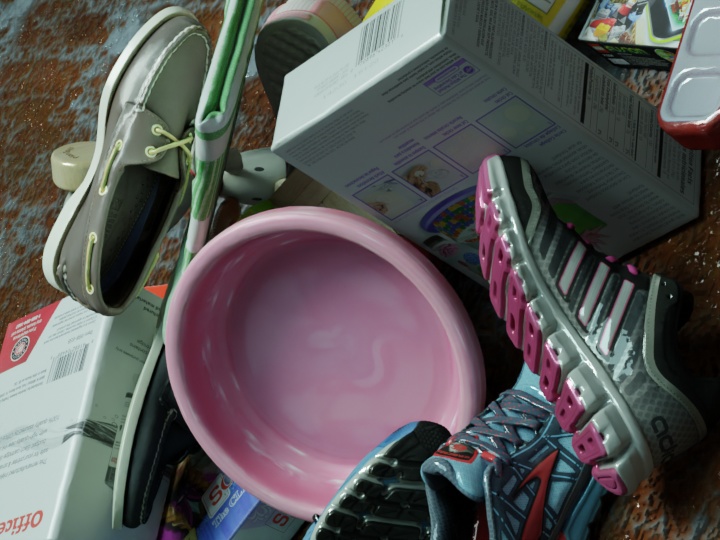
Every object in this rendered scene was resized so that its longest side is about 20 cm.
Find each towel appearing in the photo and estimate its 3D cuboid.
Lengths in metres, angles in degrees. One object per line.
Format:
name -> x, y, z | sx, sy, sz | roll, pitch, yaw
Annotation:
towel -> -0.094, -0.071, 1.351 | 0.200, 0.023, 0.153 | 108, 174, -48

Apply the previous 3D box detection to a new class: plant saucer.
plant saucer -> -0.017, 0.053, 1.296 | 0.200, 0.201, 0.051 | -40, 2, 30

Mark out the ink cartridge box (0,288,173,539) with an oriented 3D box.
ink cartridge box -> -0.196, 0.123, 1.490 | 0.144, 0.084, 0.201 | -22, 47, 46

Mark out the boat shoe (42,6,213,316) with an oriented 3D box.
boat shoe -> -0.138, -0.068, 1.396 | 0.059, 0.072, 0.201 | 31, 99, 43

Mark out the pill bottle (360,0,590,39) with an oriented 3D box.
pill bottle -> 0.088, -0.186, 1.349 | 0.200, 0.114, 0.114 | -57, 31, 8

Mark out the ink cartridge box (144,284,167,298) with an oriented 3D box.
ink cartridge box -> -0.220, 0.098, 1.662 | 0.160, 0.047, 0.201 | -6, 61, 53

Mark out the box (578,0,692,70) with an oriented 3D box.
box -> 0.217, -0.167, 1.252 | 0.200, 0.035, 0.110 | 14, 77, 58

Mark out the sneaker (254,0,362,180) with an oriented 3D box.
sneaker -> -0.016, -0.092, 1.437 | 0.075, 0.201, 0.105 | -7, 26, 13

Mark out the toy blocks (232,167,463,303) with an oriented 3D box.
toy blocks -> 0.000, 0.000, 1.343 | 0.200, 0.137, 0.100 | -47, -10, 29

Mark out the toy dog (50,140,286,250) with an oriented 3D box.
toy dog -> -0.124, -0.046, 1.510 | 0.200, 0.132, 0.096 | -32, 37, -19

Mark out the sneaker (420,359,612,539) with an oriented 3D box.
sneaker -> 0.082, 0.108, 1.165 | 0.079, 0.095, 0.201 | -9, 58, 52

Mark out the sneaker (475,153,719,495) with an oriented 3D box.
sneaker -> 0.127, 0.018, 1.150 | 0.087, 0.074, 0.200 | -21, 64, -11

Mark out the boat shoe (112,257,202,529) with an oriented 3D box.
boat shoe -> -0.112, 0.083, 1.421 | 0.075, 0.066, 0.200 | 105, 179, -51

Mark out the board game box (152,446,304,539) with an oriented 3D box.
board game box -> -0.095, 0.126, 1.461 | 0.200, 0.041, 0.200 | -53, 32, 13

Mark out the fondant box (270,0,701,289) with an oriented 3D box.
fondant box -> 0.072, -0.070, 1.223 | 0.144, 0.200, 0.058 | -29, 39, 41

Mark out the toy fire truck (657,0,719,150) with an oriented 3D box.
toy fire truck -> 0.239, -0.158, 1.111 | 0.168, 0.112, 0.201 | 3, 70, 48

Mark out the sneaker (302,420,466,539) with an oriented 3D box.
sneaker -> -0.007, 0.155, 1.251 | 0.200, 0.078, 0.090 | -59, 22, 30
